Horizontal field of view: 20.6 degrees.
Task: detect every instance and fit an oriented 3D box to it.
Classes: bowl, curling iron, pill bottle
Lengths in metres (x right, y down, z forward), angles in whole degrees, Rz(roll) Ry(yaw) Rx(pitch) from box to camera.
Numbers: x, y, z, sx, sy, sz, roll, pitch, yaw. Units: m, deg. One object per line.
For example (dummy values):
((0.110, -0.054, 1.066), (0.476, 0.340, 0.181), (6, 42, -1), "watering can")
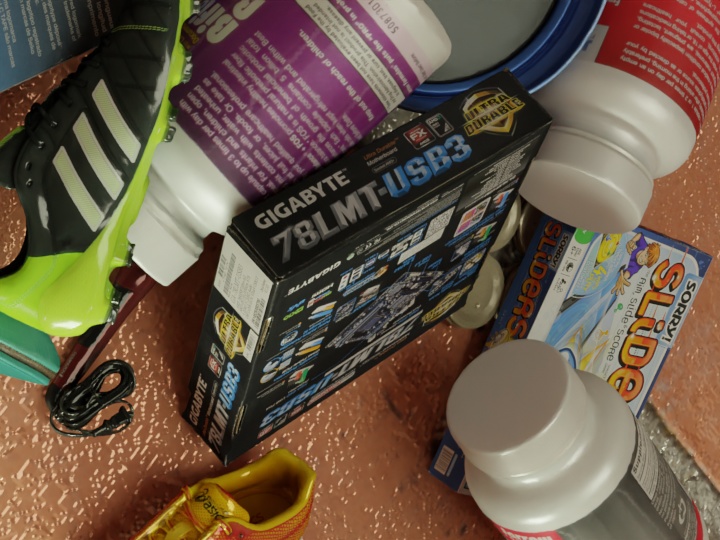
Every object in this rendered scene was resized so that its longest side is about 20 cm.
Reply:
((0.050, -0.191, 1.133), (0.199, 0.039, 0.202), (-3, 101, -17), "bowl")
((-0.112, 0.006, 1.095), (0.049, 0.026, 0.201), (28, 77, -3), "curling iron")
((-0.058, -0.089, 1.042), (0.200, 0.112, 0.112), (-43, 127, 0), "pill bottle")
((0.165, -0.129, 1.212), (0.112, 0.112, 0.201), (40, 65, -39), "pill bottle")
((0.132, 0.131, 1.223), (0.111, 0.110, 0.200), (-53, 133, -16), "pill bottle")

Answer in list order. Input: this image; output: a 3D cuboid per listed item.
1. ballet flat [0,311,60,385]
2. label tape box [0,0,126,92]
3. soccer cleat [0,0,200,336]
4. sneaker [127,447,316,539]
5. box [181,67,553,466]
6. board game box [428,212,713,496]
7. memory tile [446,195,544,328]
((-0.224, 0.004, 0.982), (0.199, 0.067, 0.071), (20, 77, -43), "ballet flat")
((-0.171, -0.176, 0.971), (0.200, 0.063, 0.145), (-33, 121, -44), "label tape box")
((-0.133, -0.067, 0.960), (0.081, 0.068, 0.201), (17, 94, -9), "soccer cleat")
((-0.107, 0.156, 1.106), (0.200, 0.073, 0.077), (-32, 146, -41), "sneaker")
((0.000, 0.000, 1.105), (0.200, 0.050, 0.199), (-32, 160, -28), "box")
((0.139, 0.060, 1.295), (0.135, 0.034, 0.201), (17, 100, -41), "board game box")
((0.121, -0.055, 1.283), (0.153, 0.017, 0.201), (7, 96, -41), "memory tile")
